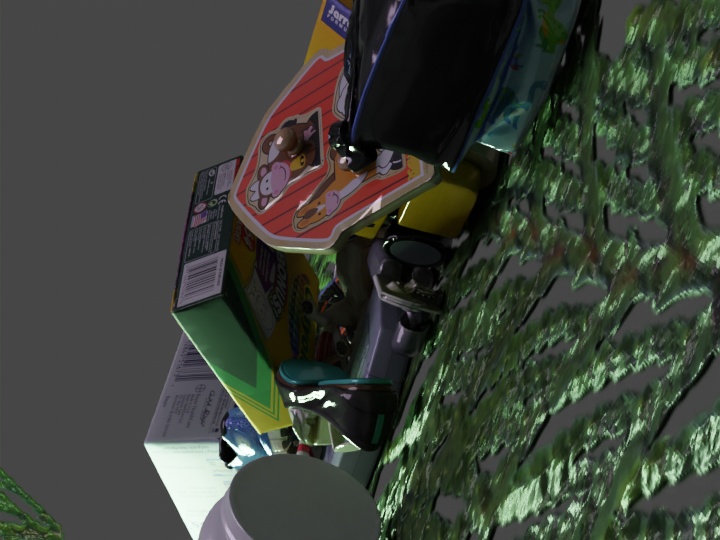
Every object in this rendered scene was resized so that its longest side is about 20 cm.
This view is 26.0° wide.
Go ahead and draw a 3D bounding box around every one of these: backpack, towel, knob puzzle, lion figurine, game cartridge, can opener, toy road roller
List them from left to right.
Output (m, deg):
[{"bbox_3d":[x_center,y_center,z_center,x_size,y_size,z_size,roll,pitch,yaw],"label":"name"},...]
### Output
[{"bbox_3d":[-0.033,-0.099,1.203,0.219,0.030,0.220,-24,51,33],"label":"knob puzzle"},{"bbox_3d":[-0.041,0.161,1.536,0.144,0.023,0.200,79,-161,-59],"label":"towel"},{"bbox_3d":[0.000,0.000,1.514,0.122,0.072,0.201,-4,-75,-59],"label":"lion figurine"},{"bbox_3d":[0.004,0.118,1.410,0.133,0.040,0.200,-82,9,-64],"label":"game cartridge"},{"bbox_3d":[0.024,-0.096,1.236,0.200,0.146,0.123,120,163,-65],"label":"toy road roller"},{"bbox_3d":[0.031,0.022,1.323,0.200,0.053,0.067,-108,34,-79],"label":"can opener"},{"bbox_3d":[0.068,-0.184,1.072,0.200,0.147,0.183,-90,15,-50],"label":"backpack"}]

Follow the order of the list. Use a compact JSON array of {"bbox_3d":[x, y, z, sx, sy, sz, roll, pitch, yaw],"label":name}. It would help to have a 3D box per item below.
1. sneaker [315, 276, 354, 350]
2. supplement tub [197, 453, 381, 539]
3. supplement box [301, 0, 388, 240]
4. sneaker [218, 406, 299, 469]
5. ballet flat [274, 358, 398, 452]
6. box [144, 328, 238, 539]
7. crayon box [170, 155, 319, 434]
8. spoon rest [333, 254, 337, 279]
[{"bbox_3d":[-0.040,0.082,1.678,0.200,0.075,0.078,-54,4,23],"label":"sneaker"},{"bbox_3d":[-0.069,0.260,1.242,0.146,0.145,0.200,-86,13,-56],"label":"supplement tub"},{"bbox_3d":[0.014,-0.147,1.401,0.109,0.109,0.200,-20,-39,-43],"label":"supplement box"},{"bbox_3d":[-0.092,0.169,1.569,0.200,0.089,0.079,64,-147,-68],"label":"sneaker"},{"bbox_3d":[-0.028,0.116,1.314,0.200,0.068,0.069,-174,86,-70],"label":"ballet flat"},{"bbox_3d":[-0.153,0.195,1.823,0.184,0.105,0.200,-76,-24,-44],"label":"box"},{"bbox_3d":[-0.102,0.022,1.461,0.200,0.058,0.173,-87,-28,-48],"label":"crayon box"},{"bbox_3d":[-0.007,-0.050,1.715,0.099,0.060,0.200,-71,0,-71],"label":"spoon rest"}]
